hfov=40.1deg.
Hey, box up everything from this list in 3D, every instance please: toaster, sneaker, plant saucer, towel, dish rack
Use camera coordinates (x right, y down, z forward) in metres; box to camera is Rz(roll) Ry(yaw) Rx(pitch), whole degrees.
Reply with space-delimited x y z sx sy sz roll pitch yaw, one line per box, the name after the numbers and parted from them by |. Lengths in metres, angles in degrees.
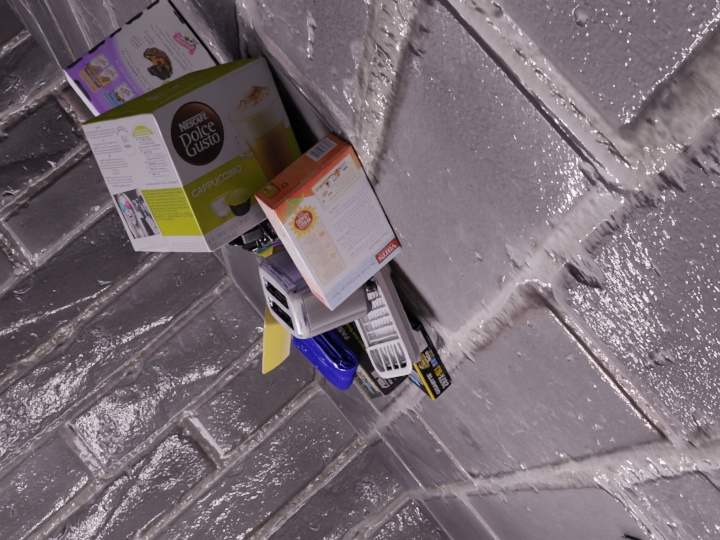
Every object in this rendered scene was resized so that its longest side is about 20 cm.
-0.070 0.026 1.508 0.200 0.128 0.115 37 145 54 | toaster
-0.125 -0.060 1.407 0.198 0.099 0.071 -6 105 41 | sneaker
-0.136 0.050 1.697 0.201 0.047 0.203 100 174 -60 | plant saucer
-0.067 0.136 1.695 0.148 0.049 0.200 51 167 11 | towel
0.032 0.063 1.533 0.203 0.043 0.171 66 161 1 | dish rack

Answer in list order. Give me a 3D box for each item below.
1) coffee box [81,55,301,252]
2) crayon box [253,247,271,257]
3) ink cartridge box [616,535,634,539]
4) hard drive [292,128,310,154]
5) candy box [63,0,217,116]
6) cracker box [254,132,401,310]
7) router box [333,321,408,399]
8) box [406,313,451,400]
-0.224 -0.158 1.361 0.198 0.199 0.201 2 120 48 | coffee box
-0.206 -0.089 1.802 0.126 0.052 0.200 46 179 2 | crayon box
0.398 0.488 1.367 0.201 0.116 0.067 50 168 0 | ink cartridge box
-0.118 -0.140 1.465 0.200 0.038 0.140 48 134 18 | hard drive
-0.336 -0.302 1.563 0.169 0.199 0.072 51 168 -3 | candy box
-0.040 -0.063 1.323 0.058 0.133 0.201 37 161 47 | cracker box
-0.008 0.127 1.719 0.201 0.062 0.150 51 169 2 | router box
0.060 0.114 1.696 0.200 0.049 0.161 38 164 47 | box
